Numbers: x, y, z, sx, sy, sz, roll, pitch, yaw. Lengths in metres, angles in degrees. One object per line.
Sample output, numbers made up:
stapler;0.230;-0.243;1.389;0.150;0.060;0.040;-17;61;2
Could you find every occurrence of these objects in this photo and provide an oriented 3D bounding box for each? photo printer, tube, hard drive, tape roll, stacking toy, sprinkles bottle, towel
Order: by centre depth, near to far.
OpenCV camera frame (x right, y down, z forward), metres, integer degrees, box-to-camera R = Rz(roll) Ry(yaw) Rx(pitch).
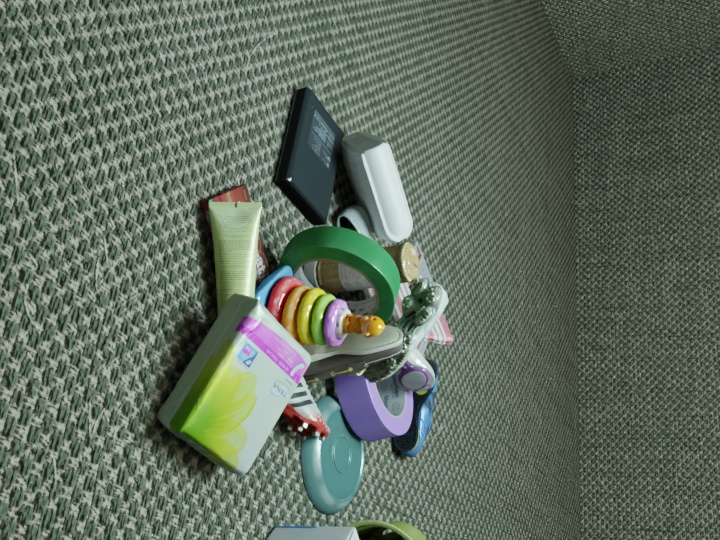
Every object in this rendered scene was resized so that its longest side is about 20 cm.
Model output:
tube;-0.178;0.003;1.124;0.058;0.051;0.204;-3;93;-49
stacking toy;-0.054;0.072;1.174;0.116;0.197;0.111;-50;141;-52
tape roll;-0.036;0.018;1.260;0.202;0.198;0.049;61;35;-36
sprinkles bottle;0.000;0.000;1.335;0.068;0.197;0.069;24;62;-57
hard drive;-0.087;-0.202;1.396;0.140;0.032;0.203;48;43;-49
towel;0.077;0.064;1.424;0.198;0.030;0.148;13;45;-42
tape roll;0.027;0.209;1.451;0.200;0.065;0.203;46;34;-45
photo printer;0.032;-0.154;1.499;0.166;0.069;0.203;-138;-153;-66

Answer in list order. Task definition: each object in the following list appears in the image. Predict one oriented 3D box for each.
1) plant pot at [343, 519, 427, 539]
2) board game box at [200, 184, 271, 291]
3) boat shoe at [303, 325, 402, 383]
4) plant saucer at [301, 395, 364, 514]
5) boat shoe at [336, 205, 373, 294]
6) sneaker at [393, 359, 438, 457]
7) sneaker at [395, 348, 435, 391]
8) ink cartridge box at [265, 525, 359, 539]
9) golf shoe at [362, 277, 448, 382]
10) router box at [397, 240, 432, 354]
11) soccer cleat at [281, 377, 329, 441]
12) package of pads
plant pot;0.045;0.514;1.341;0.184;0.197;0.204;21;65;-72
board game box;-0.179;-0.020;1.189;0.103;0.019;0.203;-39;118;-60
boat shoe;-0.023;0.139;1.267;0.072;0.197;0.060;-85;161;-62
plant saucer;-0.041;0.320;1.371;0.200;0.027;0.204;25;61;-60
boat shoe;-0.001;-0.020;1.493;0.071;0.069;0.204;-32;106;-55
sneaker;0.121;0.287;1.636;0.078;0.065;0.203;46;57;-60
sneaker;0.084;0.144;1.446;0.201;0.074;0.100;54;29;-34
ink cartridge box;-0.057;0.489;1.166;0.086;0.144;0.203;-48;126;-58
golf shoe;0.081;0.110;1.311;0.078;0.201;0.097;45;11;30
router box;0.104;0.068;1.689;0.181;0.048;0.201;66;31;-30
soccer cleat;-0.103;0.203;1.235;0.200;0.068;0.086;47;48;-43
package of pads;-0.165;0.158;1.067;0.202;0.068;0.155;-59;138;-21
